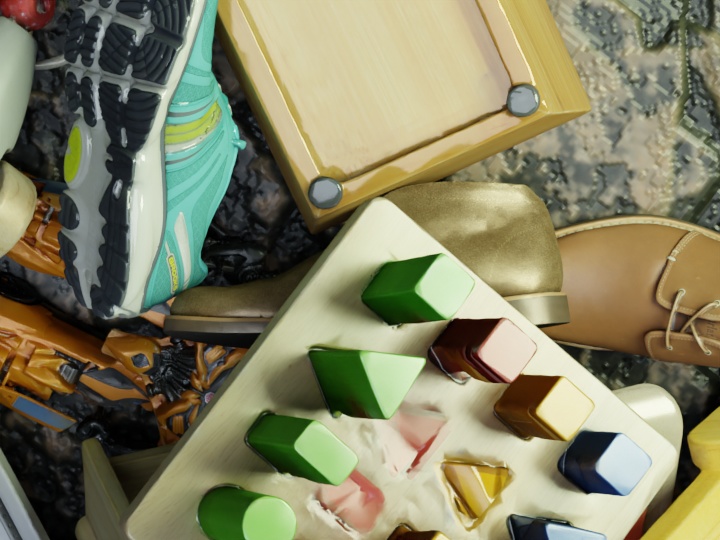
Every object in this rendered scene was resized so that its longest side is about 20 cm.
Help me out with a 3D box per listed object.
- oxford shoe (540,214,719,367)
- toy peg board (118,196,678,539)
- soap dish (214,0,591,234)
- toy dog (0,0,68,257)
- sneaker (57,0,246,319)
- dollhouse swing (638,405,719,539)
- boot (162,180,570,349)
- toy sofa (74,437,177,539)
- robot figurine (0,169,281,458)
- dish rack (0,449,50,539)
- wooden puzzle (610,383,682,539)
[{"bbox_3d":[0.164,0.016,1.396,0.199,0.071,0.072,4,108,5],"label":"oxford shoe"},{"bbox_3d":[0.032,0.103,1.279,0.199,0.098,0.200,40,78,-12],"label":"toy peg board"},{"bbox_3d":[0.003,-0.132,1.358,0.157,0.081,0.201,-23,102,10],"label":"soap dish"},{"bbox_3d":[-0.194,-0.095,1.365,0.096,0.200,0.132,0,131,45],"label":"toy dog"},{"bbox_3d":[-0.095,-0.074,1.335,0.077,0.079,0.201,32,122,38],"label":"sneaker"},{"bbox_3d":[0.240,0.176,1.364,0.181,0.176,0.201,-7,112,23],"label":"dollhouse swing"},{"bbox_3d":[0.000,0.000,1.370,0.199,0.074,0.076,-6,87,-7],"label":"boot"},{"bbox_3d":[-0.037,0.124,1.396,0.199,0.083,0.098,-12,129,-18],"label":"toy sofa"},{"bbox_3d":[-0.124,0.032,1.425,0.199,0.058,0.145,26,108,-3],"label":"robot figurine"},{"bbox_3d":[-0.233,0.140,1.412,0.171,0.044,0.201,-32,81,21],"label":"dish rack"},{"bbox_3d":[0.072,0.161,1.398,0.184,0.037,0.201,-13,129,-17],"label":"wooden puzzle"}]
